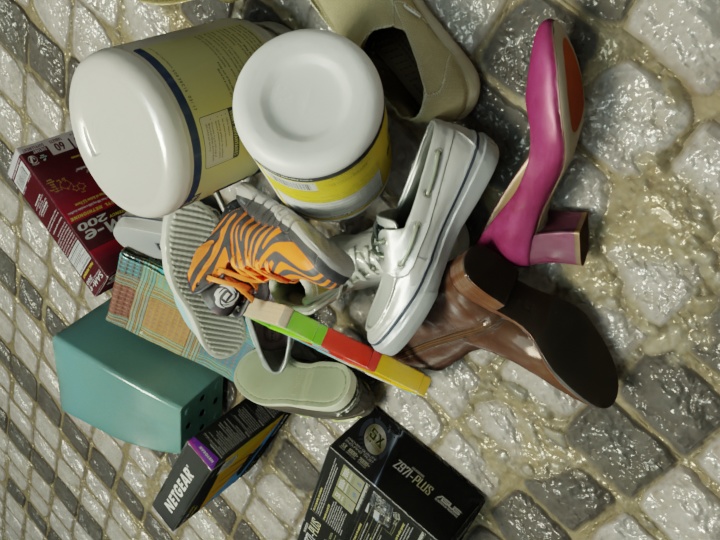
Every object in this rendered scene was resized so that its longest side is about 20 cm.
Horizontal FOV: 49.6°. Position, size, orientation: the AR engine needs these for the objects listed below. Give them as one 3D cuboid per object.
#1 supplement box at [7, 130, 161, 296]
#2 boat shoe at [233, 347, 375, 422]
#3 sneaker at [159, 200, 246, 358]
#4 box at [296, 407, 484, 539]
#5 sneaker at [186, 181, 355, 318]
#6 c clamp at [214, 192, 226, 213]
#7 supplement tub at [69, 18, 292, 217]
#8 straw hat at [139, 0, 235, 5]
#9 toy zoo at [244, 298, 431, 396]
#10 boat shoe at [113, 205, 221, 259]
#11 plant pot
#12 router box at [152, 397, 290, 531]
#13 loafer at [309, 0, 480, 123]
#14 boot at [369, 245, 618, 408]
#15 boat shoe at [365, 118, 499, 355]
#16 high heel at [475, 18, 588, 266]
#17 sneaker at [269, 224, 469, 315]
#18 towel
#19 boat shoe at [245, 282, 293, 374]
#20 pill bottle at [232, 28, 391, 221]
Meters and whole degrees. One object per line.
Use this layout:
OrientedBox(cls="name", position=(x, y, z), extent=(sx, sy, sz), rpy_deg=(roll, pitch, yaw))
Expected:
OrientedBox(cls="supplement box", position=(-0.349, -0.079, 1.008), extent=(0.201, 0.109, 0.061), rpy_deg=(53, 136, 3))
OrientedBox(cls="boat shoe", position=(-0.070, 0.136, 0.908), extent=(0.200, 0.072, 0.060), rpy_deg=(5, 155, 45))
OrientedBox(cls="sneaker", position=(-0.185, 0.004, 0.856), extent=(0.082, 0.074, 0.202), rpy_deg=(34, 140, 45))
OrientedBox(cls="box", position=(0.028, 0.288, 0.895), extent=(0.163, 0.086, 0.201), rpy_deg=(36, 133, 21))
OrientedBox(cls="sneaker", position=(-0.083, 0.001, 0.681), extent=(0.077, 0.112, 0.200), rpy_deg=(36, 178, -33))
OrientedBox(cls="c clamp", position=(-0.206, -0.126, 0.867), extent=(0.200, 0.027, 0.172), rpy_deg=(6, 117, 64))
OrientedBox(cls="supplement tub", position=(-0.143, -0.147, 0.714), extent=(0.144, 0.200, 0.146), rpy_deg=(21, 126, 32))
OrientedBox(cls="straw hat", position=(-0.125, -0.289, 0.695), extent=(0.200, 0.202, 0.085), rpy_deg=(22, 170, 32))
OrientedBox(cls="toy zoo", position=(-0.017, 0.079, 0.774), extent=(0.199, 0.021, 0.131), rpy_deg=(28, 171, -23))
OrientedBox(cls="boat shoe", position=(-0.188, -0.043, 0.913), extent=(0.198, 0.066, 0.072), rpy_deg=(8, 144, 18))
OrientedBox(cls="plant pot", position=(-0.293, 0.149, 1.076), extent=(0.199, 0.141, 0.142), rpy_deg=(25, 129, 21))
OrientedBox(cls="router box", position=(-0.179, 0.241, 1.010), extent=(0.051, 0.149, 0.200), rpy_deg=(46, 136, 12))
OrientedBox(cls="loafer", position=(0.015, -0.199, 0.636), extent=(0.200, 0.068, 0.076), rpy_deg=(47, 135, 9))
OrientedBox(cls="boot", position=(0.110, 0.072, 0.714), extent=(0.186, 0.064, 0.200), rpy_deg=(44, 148, -4))
OrientedBox(cls="boat shoe", position=(0.040, -0.030, 0.647), extent=(0.066, 0.074, 0.201), rpy_deg=(22, 98, -17))
OrientedBox(cls="high heel", position=(0.121, -0.089, 0.601), extent=(0.095, 0.067, 0.202), rpy_deg=(5, 121, 28))
OrientedBox(cls="sneaker", position=(0.000, 0.000, 0.734), extent=(0.199, 0.115, 0.074), rpy_deg=(-15, 101, 44))
OrientedBox(cls="towel", position=(-0.216, 0.062, 0.971), extent=(0.199, 0.022, 0.147), rpy_deg=(25, 133, -5))
OrientedBox(cls="boat shoe", position=(-0.099, 0.019, 0.849), extent=(0.065, 0.074, 0.204), rpy_deg=(-107, 15, -55))
OrientedBox(cls="pill bottle", position=(-0.030, -0.104, 0.645), extent=(0.112, 0.112, 0.200), rpy_deg=(47, 177, 10))
